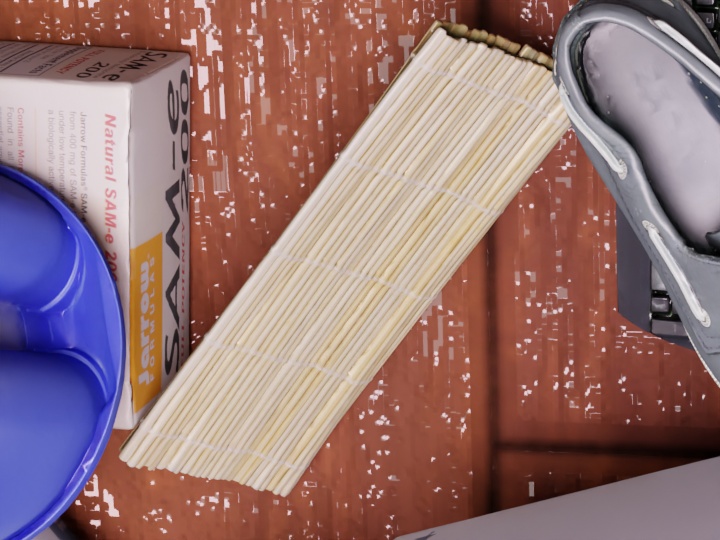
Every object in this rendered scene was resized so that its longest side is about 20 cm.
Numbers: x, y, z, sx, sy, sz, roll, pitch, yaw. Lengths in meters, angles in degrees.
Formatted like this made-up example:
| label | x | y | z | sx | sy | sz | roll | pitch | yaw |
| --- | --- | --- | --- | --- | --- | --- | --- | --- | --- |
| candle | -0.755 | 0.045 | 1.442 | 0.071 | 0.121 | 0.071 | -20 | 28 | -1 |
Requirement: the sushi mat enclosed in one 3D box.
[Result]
| label | x | y | z | sx | sy | sz | roll | pitch | yaw |
| --- | --- | --- | --- | --- | --- | --- | --- | --- | --- |
| sushi mat | 0.000 | 0.000 | 0.927 | 0.200 | 0.095 | 0.012 | -53 | 52 | 20 |

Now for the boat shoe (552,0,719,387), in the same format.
| label | x | y | z | sx | sy | sz | roll | pitch | yaw |
| --- | --- | --- | --- | --- | --- | --- | --- | --- | --- |
| boat shoe | 0.126 | -0.007 | 0.869 | 0.073 | 0.062 | 0.201 | -34 | 83 | 16 |

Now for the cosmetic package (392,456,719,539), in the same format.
| label | x | y | z | sx | sy | sz | roll | pitch | yaw |
| --- | --- | --- | --- | --- | --- | --- | --- | --- | --- |
| cosmetic package | 0.118 | 0.173 | 0.834 | 0.198 | 0.123 | 0.201 | -16 | 102 | 19 |

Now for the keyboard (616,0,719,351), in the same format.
| label | x | y | z | sx | sy | sz | roll | pitch | yaw |
| --- | --- | --- | --- | --- | --- | --- | --- | --- | --- |
| keyboard | 0.146 | -0.066 | 0.897 | 0.126 | 0.021 | 0.201 | 5 | 107 | 23 |

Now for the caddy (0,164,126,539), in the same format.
| label | x | y | z | sx | sy | sz | roll | pitch | yaw |
| --- | --- | --- | --- | --- | --- | --- | --- | --- | --- |
| caddy | -0.178 | 0.037 | 0.891 | 0.199 | 0.105 | 0.142 | -16 | 77 | 17 |

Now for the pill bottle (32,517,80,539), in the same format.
| label | x | y | z | sx | sy | sz | roll | pitch | yaw |
| --- | --- | --- | --- | --- | --- | --- | --- | --- | --- |
| pill bottle | -0.126 | 0.168 | 0.982 | 0.119 | 0.120 | 0.200 | -40 | 92 | 20 |

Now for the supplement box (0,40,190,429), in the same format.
| label | x | y | z | sx | sy | sz | roll | pitch | yaw |
| --- | --- | --- | --- | --- | --- | --- | --- | --- | --- |
| supplement box | -0.165 | -0.019 | 0.966 | 0.199 | 0.074 | 0.127 | 5 | 105 | 12 |
